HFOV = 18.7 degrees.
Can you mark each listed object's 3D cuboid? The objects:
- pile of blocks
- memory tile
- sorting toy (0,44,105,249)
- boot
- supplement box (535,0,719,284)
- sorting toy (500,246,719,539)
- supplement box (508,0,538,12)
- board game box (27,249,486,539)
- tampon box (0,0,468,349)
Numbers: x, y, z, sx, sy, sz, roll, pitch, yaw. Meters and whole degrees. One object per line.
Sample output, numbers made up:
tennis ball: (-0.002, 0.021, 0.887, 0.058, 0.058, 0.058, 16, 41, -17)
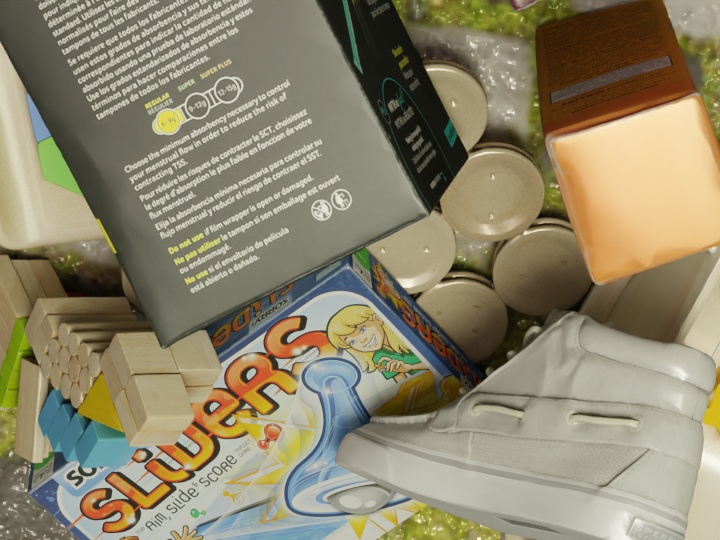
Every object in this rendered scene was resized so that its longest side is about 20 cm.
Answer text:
pile of blocks: (-0.118, 0.051, 1.008, 0.062, 0.200, 0.083, 0, 103, -33)
memory tile: (0.000, 0.000, 1.033, 0.199, 0.017, 0.154, -31, 118, 15)
sorting toy: (-0.095, -0.106, 1.013, 0.198, 0.037, 0.187, -8, 108, 7)
boot: (0.074, 0.065, 0.961, 0.073, 0.199, 0.096, 28, 76, -41)
supplement box: (0.114, -0.062, 0.924, 0.068, 0.200, 0.067, -19, 107, 7)
sorting toy: (0.183, 0.074, 1.025, 0.179, 0.107, 0.201, 23, 109, -11)
supplement box: (0.069, -0.228, 0.942, 0.108, 0.061, 0.201, -25, 105, 11)
board game box: (-0.042, 0.086, 1.053, 0.199, 0.035, 0.135, -36, 117, 18)
tampon box: (-0.060, -0.097, 0.906, 0.126, 0.150, 0.201, -26, 96, 14)
